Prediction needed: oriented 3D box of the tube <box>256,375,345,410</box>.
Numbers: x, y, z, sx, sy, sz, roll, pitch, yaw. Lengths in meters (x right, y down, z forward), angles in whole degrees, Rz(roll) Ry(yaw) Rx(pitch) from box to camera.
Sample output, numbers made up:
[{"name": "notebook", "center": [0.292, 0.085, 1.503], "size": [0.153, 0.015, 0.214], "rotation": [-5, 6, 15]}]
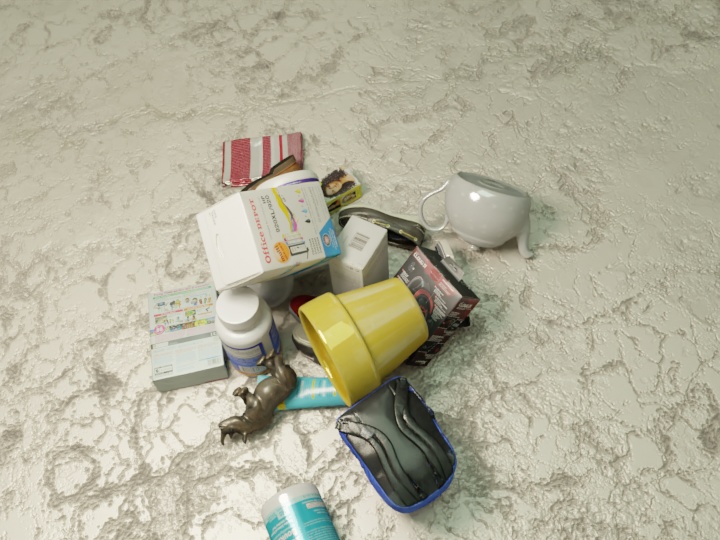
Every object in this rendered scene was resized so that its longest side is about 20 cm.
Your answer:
[{"name": "tube", "center": [-0.109, 0.238, 1.467], "size": [0.197, 0.051, 0.078], "rotation": [-4, 55, 10]}]

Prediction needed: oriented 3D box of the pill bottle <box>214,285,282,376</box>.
[{"name": "pill bottle", "center": [-0.219, 0.114, 1.458], "size": [0.110, 0.201, 0.113], "rotation": [-2, 57, 3]}]

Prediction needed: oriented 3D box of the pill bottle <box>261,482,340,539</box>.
[{"name": "pill bottle", "center": [-0.086, 0.473, 1.273], "size": [0.110, 0.111, 0.201], "rotation": [-24, 58, -10]}]

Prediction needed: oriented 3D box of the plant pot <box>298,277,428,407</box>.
[{"name": "plant pot", "center": [0.013, 0.114, 1.366], "size": [0.187, 0.202, 0.202], "rotation": [-28, 59, -13]}]

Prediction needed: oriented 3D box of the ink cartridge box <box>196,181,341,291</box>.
[{"name": "ink cartridge box", "center": [-0.167, -0.063, 1.372], "size": [0.199, 0.144, 0.149], "rotation": [-15, 86, -46]}]

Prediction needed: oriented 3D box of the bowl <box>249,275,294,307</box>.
[{"name": "bowl", "center": [-0.231, -0.014, 1.532], "size": [0.201, 0.203, 0.090], "rotation": [42, 35, 26]}]

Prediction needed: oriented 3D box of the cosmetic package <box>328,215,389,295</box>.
[{"name": "cosmetic package", "center": [0.000, 0.000, 1.512], "size": [0.084, 0.201, 0.108], "rotation": [23, 60, 16]}]

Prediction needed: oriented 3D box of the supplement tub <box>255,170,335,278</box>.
[{"name": "supplement tub", "center": [-0.131, -0.094, 1.582], "size": [0.143, 0.145, 0.203], "rotation": [-17, 86, -6]}]

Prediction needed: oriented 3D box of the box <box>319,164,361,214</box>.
[{"name": "box", "center": [-0.098, -0.159, 1.711], "size": [0.199, 0.050, 0.075], "rotation": [-32, 61, -14]}]

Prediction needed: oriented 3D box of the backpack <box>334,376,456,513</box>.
[{"name": "backpack", "center": [0.077, 0.316, 1.324], "size": [0.162, 0.168, 0.201], "rotation": [-35, 66, -8]}]

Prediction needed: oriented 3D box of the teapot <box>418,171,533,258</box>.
[{"name": "teapot", "center": [0.255, -0.115, 1.600], "size": [0.196, 0.148, 0.199], "rotation": [0, 24, -41]}]

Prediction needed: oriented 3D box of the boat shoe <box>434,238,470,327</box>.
[{"name": "boat shoe", "center": [0.160, 0.030, 1.554], "size": [0.091, 0.075, 0.202], "rotation": [-14, 58, 2]}]

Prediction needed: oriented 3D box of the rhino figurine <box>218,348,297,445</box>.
[{"name": "rhino figurine", "center": [-0.198, 0.251, 1.425], "size": [0.087, 0.060, 0.201], "rotation": [40, 84, -16]}]

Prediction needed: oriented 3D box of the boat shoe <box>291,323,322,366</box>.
[{"name": "boat shoe", "center": [-0.048, 0.169, 1.504], "size": [0.198, 0.057, 0.067], "rotation": [26, 56, 14]}]

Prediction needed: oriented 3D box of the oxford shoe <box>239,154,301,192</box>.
[{"name": "oxford shoe", "center": [-0.219, -0.182, 1.730], "size": [0.199, 0.072, 0.071], "rotation": [-33, 20, 0]}]

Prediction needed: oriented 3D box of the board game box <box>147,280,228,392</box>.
[{"name": "board game box", "center": [-0.354, 0.132, 1.540], "size": [0.145, 0.065, 0.202], "rotation": [-11, 59, -3]}]

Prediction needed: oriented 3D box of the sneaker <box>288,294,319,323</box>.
[{"name": "sneaker", "center": [-0.062, 0.080, 1.518], "size": [0.198, 0.113, 0.072], "rotation": [22, 63, 18]}]

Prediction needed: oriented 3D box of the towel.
[{"name": "towel", "center": [-0.236, -0.269, 1.809], "size": [0.197, 0.023, 0.146], "rotation": [-6, 57, 1]}]

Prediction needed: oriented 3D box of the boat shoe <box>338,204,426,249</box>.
[{"name": "boat shoe", "center": [0.042, -0.092, 1.644], "size": [0.198, 0.072, 0.061], "rotation": [11, 55, 8]}]

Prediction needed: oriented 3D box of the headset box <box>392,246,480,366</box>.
[{"name": "headset box", "center": [0.126, 0.063, 1.468], "size": [0.149, 0.075, 0.201], "rotation": [49, 114, 32]}]
